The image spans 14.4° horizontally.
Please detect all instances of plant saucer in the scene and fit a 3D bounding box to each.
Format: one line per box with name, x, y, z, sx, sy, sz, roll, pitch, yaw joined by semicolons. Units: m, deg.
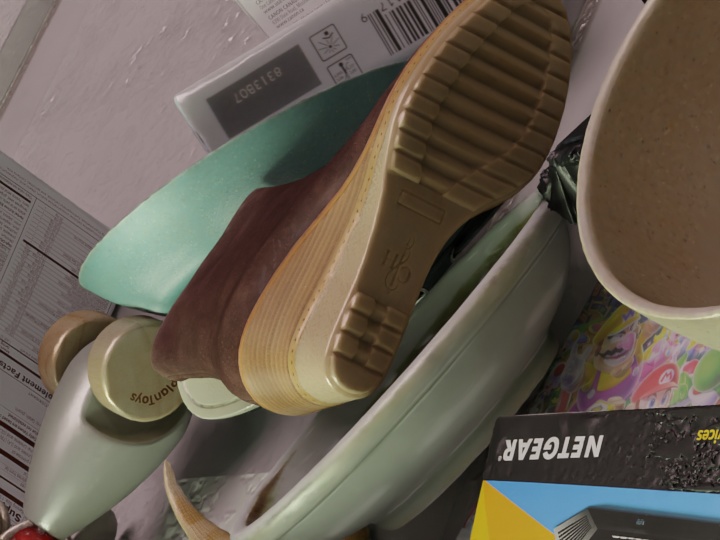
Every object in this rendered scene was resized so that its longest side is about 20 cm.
plant saucer;-0.037;-0.030;1.335;0.200;0.036;0.200;-30;-10;-6
plant saucer;0.029;0.052;1.171;0.200;0.050;0.200;-47;4;4

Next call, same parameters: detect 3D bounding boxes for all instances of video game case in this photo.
video game case;0.124;0.034;1.110;0.200;0.018;0.143;-60;26;-10

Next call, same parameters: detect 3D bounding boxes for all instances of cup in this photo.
cup;0.191;-0.036;0.935;0.200;0.143;0.200;-37;33;30

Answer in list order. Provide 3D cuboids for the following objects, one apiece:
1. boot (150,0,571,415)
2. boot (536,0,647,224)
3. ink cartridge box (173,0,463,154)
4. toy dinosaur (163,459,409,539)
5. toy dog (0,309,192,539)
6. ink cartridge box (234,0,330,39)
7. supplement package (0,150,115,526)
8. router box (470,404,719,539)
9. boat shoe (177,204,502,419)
boot;-0.007;-0.035;1.176;0.200;0.072;0.166;-60;26;-12
boot;0.134;-0.077;1.119;0.162;0.073;0.198;-44;28;-19
ink cartridge box;-0.006;-0.104;1.388;0.162;0.057;0.200;-32;-4;0
toy dinosaur;-0.041;0.143;1.240;0.200;0.058;0.101;7;50;53
toy dog;-0.119;0.111;1.378;0.200;0.096;0.132;-64;26;17
ink cartridge box;0.045;-0.209;1.434;0.200;0.045;0.176;-30;15;41
supplement package;-0.262;0.053;1.591;0.191;0.147;0.200;-22;40;48
router box;0.107;0.122;0.965;0.200;0.051;0.149;-9;65;56
boat shoe;-0.001;-0.002;1.260;0.199;0.066;0.075;-50;54;22
